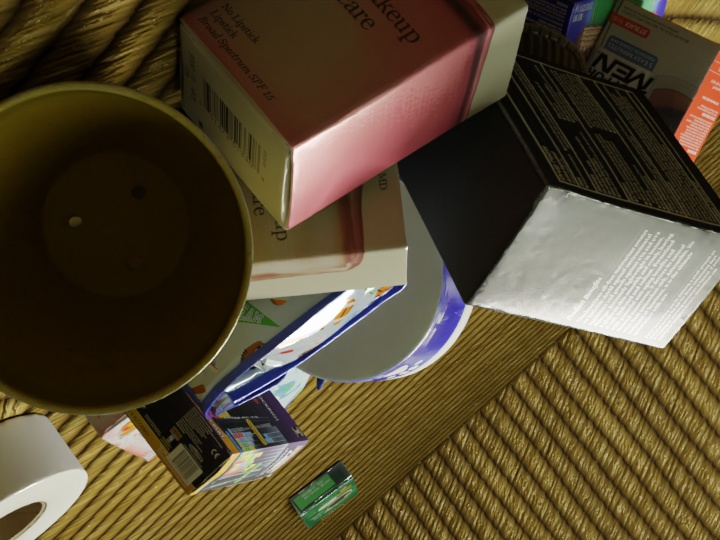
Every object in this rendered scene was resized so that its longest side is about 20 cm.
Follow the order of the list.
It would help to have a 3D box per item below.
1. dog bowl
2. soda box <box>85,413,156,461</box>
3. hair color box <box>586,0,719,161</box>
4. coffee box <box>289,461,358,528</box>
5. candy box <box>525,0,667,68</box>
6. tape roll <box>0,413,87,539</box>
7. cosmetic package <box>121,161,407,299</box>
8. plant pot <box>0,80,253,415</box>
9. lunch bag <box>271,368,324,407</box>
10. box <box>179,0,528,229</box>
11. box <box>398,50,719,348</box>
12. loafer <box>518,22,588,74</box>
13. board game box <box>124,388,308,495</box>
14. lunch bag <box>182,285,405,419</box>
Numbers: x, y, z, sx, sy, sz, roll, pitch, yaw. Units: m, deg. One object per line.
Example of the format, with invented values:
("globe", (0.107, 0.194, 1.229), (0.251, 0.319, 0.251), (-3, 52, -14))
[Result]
("dog bowl", (0.000, 0.000, 1.380), (0.200, 0.200, 0.079), (-43, 163, 19))
("soda box", (-0.224, 0.134, 1.518), (0.064, 0.068, 0.200), (-37, 167, -5))
("hair color box", (0.232, -0.119, 1.331), (0.064, 0.111, 0.200), (8, 111, -54))
("coffee box", (-0.067, 0.419, 2.870), (0.123, 0.044, 0.200), (-36, 166, -6))
("candy box", (0.189, -0.178, 1.398), (0.169, 0.077, 0.200), (-25, 137, -43))
("tape roll", (-0.361, 0.224, 1.461), (0.202, 0.071, 0.202), (-35, 166, -10))
("cosmetic package", (-0.069, -0.039, 1.112), (0.200, 0.103, 0.087), (-7, 162, -1))
("plant pot", (-0.166, -0.022, 0.983), (0.200, 0.200, 0.142), (-39, -172, 4))
("lunch bag", (-0.076, 0.055, 1.551), (0.200, 0.127, 0.170), (-44, 170, -35))
("box", (-0.007, -0.143, 1.043), (0.200, 0.128, 0.109), (-33, 159, -20))
("box", (0.150, -0.062, 1.179), (0.198, 0.200, 0.123), (14, 125, -32))
("loafer", (0.090, -0.162, 1.276), (0.200, 0.076, 0.068), (1, 173, -14))
("board game box", (-0.149, 0.088, 1.287), (0.057, 0.200, 0.165), (-43, 166, 14))
("lunch bag", (-0.089, -0.004, 1.213), (0.200, 0.170, 0.124), (-37, 164, -9))
